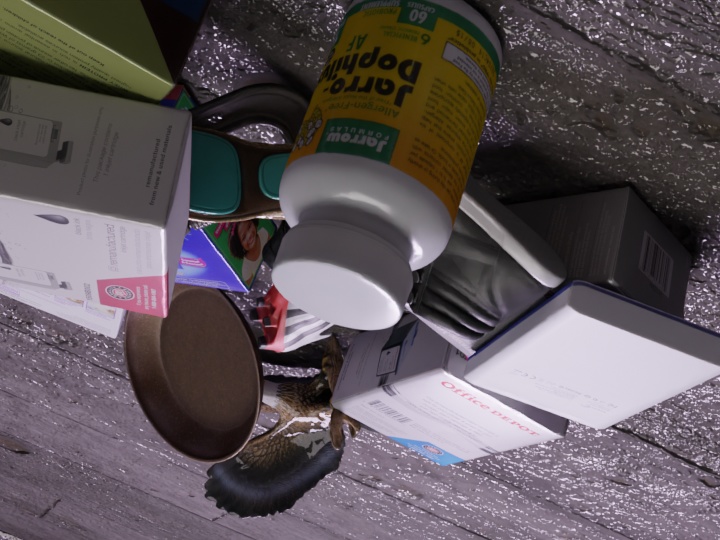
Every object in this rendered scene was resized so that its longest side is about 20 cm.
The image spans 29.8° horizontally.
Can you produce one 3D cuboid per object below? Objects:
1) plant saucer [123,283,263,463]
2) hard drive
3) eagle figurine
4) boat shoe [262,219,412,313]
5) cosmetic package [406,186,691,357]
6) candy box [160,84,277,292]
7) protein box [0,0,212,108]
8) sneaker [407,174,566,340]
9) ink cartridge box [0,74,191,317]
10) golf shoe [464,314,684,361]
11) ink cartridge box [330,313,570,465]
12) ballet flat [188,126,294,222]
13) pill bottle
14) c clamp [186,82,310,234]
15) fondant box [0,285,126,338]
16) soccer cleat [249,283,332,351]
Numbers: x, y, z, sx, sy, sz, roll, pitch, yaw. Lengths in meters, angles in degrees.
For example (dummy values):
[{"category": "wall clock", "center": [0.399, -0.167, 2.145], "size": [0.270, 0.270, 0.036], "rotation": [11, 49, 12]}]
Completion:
[{"category": "plant saucer", "center": [-0.163, 0.094, 1.373], "size": [0.199, 0.202, 0.037], "rotation": [-5, -172, 41]}, {"category": "hard drive", "center": [0.175, 0.069, 1.025], "size": [0.131, 0.026, 0.200], "rotation": [20, 156, -10]}, {"category": "eagle figurine", "center": [-0.074, 0.152, 1.418], "size": [0.151, 0.152, 0.200], "rotation": [51, 129, 1]}, {"category": "boat shoe", "center": [0.000, 0.002, 1.097], "size": [0.066, 0.075, 0.199], "rotation": [-37, 147, 29]}, {"category": "cosmetic package", "center": [0.141, 0.006, 1.044], "size": [0.199, 0.091, 0.107], "rotation": [-11, 144, 42]}, {"category": "candy box", "center": [-0.188, -0.070, 1.134], "size": [0.168, 0.078, 0.200], "rotation": [7, 153, 26]}, {"category": "protein box", "center": [-0.213, -0.183, 0.859], "size": [0.197, 0.136, 0.200], "rotation": [28, 154, -19]}, {"category": "sneaker", "center": [0.043, -0.031, 0.966], "size": [0.200, 0.071, 0.099], "rotation": [44, 111, 2]}, {"category": "ink cartridge box", "center": [-0.210, -0.050, 0.843], "size": [0.198, 0.084, 0.147], "rotation": [11, 156, -3]}, {"category": "golf shoe", "center": [0.185, 0.059, 1.120], "size": [0.199, 0.076, 0.091], "rotation": [-9, 142, 40]}, {"category": "ink cartridge box", "center": [0.088, 0.108, 1.280], "size": [0.146, 0.086, 0.200], "rotation": [30, 151, -21]}, {"category": "ballet flat", "center": [-0.089, -0.063, 0.977], "size": [0.198, 0.071, 0.065], "rotation": [6, 168, -22]}, {"category": "pill bottle", "center": [0.014, -0.070, 0.848], "size": [0.112, 0.201, 0.113], "rotation": [16, 155, 8]}, {"category": "c clamp", "center": [-0.093, -0.066, 1.032], "size": [0.198, 0.027, 0.171], "rotation": [-17, 141, 1]}, {"category": "fondant box", "center": [-0.292, -0.014, 1.339], "size": [0.143, 0.059, 0.200], "rotation": [22, 155, -6]}, {"category": "soccer cleat", "center": [-0.038, 0.009, 1.208], "size": [0.084, 0.069, 0.200], "rotation": [-6, 148, -24]}]
